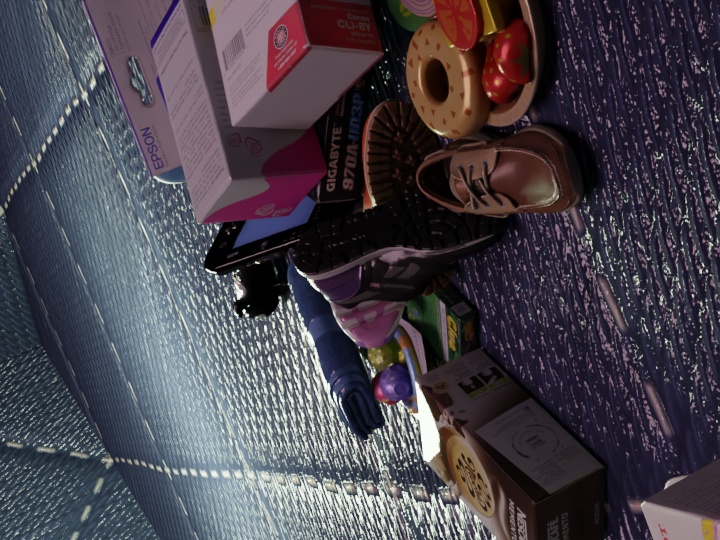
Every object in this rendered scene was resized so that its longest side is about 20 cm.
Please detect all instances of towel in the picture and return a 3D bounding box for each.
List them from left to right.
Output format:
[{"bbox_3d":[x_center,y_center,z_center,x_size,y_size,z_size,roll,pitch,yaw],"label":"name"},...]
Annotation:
[{"bbox_3d":[-0.032,0.083,1.609,0.112,0.048,0.200,66,-178,-50],"label":"towel"}]

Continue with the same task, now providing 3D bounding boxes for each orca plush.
[{"bbox_3d":[-0.119,-0.002,1.875,0.105,0.071,0.200,-70,-14,-47],"label":"orca plush"}]

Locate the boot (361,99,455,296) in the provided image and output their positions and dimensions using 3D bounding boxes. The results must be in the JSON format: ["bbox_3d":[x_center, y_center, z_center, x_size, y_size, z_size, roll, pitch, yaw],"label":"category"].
[{"bbox_3d":[0.028,-0.081,1.375,0.107,0.075,0.200,47,154,52],"label":"boot"}]

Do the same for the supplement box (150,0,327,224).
[{"bbox_3d":[-0.117,-0.156,1.376,0.103,0.101,0.200,-45,56,55],"label":"supplement box"}]

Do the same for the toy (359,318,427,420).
[{"bbox_3d":[0.031,0.105,1.543,0.200,0.047,0.115,-136,33,-74],"label":"toy"}]

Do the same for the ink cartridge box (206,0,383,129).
[{"bbox_3d":[-0.068,-0.246,1.290,0.145,0.083,0.200,-38,60,51],"label":"ink cartridge box"}]

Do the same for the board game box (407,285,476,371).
[{"bbox_3d":[0.084,0.089,1.488,0.105,0.023,0.200,50,155,42],"label":"board game box"}]

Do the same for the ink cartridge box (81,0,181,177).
[{"bbox_3d":[-0.157,-0.221,1.497,0.043,0.200,0.199,-109,0,-78],"label":"ink cartridge box"}]

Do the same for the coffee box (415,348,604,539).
[{"bbox_3d":[0.139,0.181,1.368,0.200,0.080,0.113,44,150,46],"label":"coffee box"}]

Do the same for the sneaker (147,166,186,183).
[{"bbox_3d":[-0.163,-0.176,1.600,0.080,0.200,0.131,46,174,-17],"label":"sneaker"}]

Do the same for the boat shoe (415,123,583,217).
[{"bbox_3d":[0.109,-0.072,1.175,0.200,0.072,0.076,6,118,67],"label":"boat shoe"}]

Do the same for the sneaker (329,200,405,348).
[{"bbox_3d":[0.000,0.000,1.502,0.089,0.080,0.200,81,175,-56],"label":"sneaker"}]

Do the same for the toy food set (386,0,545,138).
[{"bbox_3d":[0.075,-0.205,1.145,0.200,0.049,0.198,-3,109,69],"label":"toy food set"}]

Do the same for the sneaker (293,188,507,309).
[{"bbox_3d":[0.047,-0.017,1.311,0.088,0.200,0.076,52,-144,-44],"label":"sneaker"}]

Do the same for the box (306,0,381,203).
[{"bbox_3d":[-0.047,-0.185,1.396,0.159,0.046,0.201,40,129,51],"label":"box"}]

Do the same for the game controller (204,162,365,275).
[{"bbox_3d":[-0.077,-0.051,1.472,0.200,0.104,0.042,-18,118,40],"label":"game controller"}]

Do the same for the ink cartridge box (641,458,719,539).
[{"bbox_3d":[0.288,0.189,0.938,0.200,0.125,0.129,3,115,68],"label":"ink cartridge box"}]
